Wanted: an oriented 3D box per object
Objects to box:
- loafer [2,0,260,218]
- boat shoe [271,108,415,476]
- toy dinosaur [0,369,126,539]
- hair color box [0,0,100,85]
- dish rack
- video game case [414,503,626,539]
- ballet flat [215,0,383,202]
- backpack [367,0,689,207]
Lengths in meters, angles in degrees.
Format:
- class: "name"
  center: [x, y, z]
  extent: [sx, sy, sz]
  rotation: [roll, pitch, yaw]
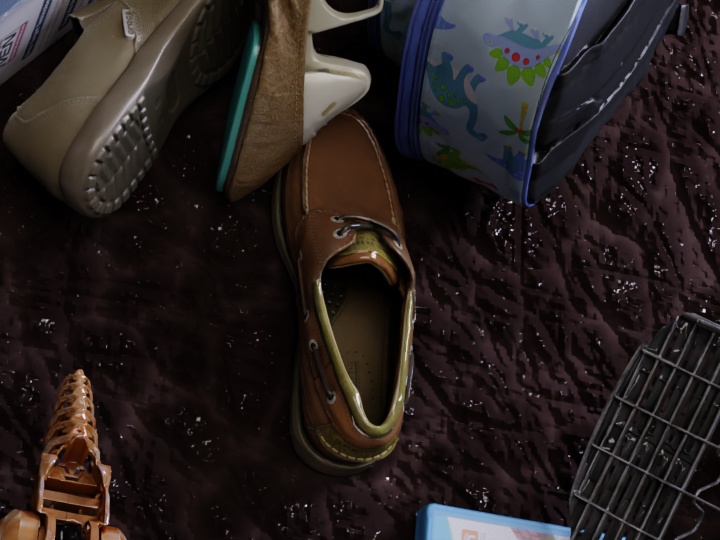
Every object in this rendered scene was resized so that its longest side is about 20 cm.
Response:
- class: "loafer"
  center: [-0.111, -0.115, 0.860]
  extent: [0.067, 0.076, 0.200]
  rotation: [22, 52, 12]
- class: "boat shoe"
  center: [0.000, 0.000, 0.866]
  extent: [0.072, 0.068, 0.201]
  rotation: [1, 69, -20]
- class: "toy dinosaur"
  center: [-0.127, 0.140, 0.715]
  extent: [0.102, 0.136, 0.200]
  rotation: [31, 51, -3]
- class: "hair color box"
  center: [-0.142, -0.175, 0.860]
  extent: [0.061, 0.100, 0.200]
  rotation: [44, 60, 0]
- class: "dish rack"
  center: [0.208, 0.118, 0.841]
  extent: [0.200, 0.055, 0.154]
  rotation: [27, 92, 25]
- class: "video game case"
  center: [0.119, 0.204, 0.862]
  extent: [0.199, 0.018, 0.144]
  rotation: [12, 67, -17]
- class: "ballet flat"
  center: [-0.026, -0.125, 0.849]
  extent: [0.072, 0.068, 0.201]
  rotation: [7, 108, -6]
- class: "backpack"
  center: [0.086, -0.145, 0.900]
  extent: [0.147, 0.183, 0.200]
  rotation: [24, 59, 14]
